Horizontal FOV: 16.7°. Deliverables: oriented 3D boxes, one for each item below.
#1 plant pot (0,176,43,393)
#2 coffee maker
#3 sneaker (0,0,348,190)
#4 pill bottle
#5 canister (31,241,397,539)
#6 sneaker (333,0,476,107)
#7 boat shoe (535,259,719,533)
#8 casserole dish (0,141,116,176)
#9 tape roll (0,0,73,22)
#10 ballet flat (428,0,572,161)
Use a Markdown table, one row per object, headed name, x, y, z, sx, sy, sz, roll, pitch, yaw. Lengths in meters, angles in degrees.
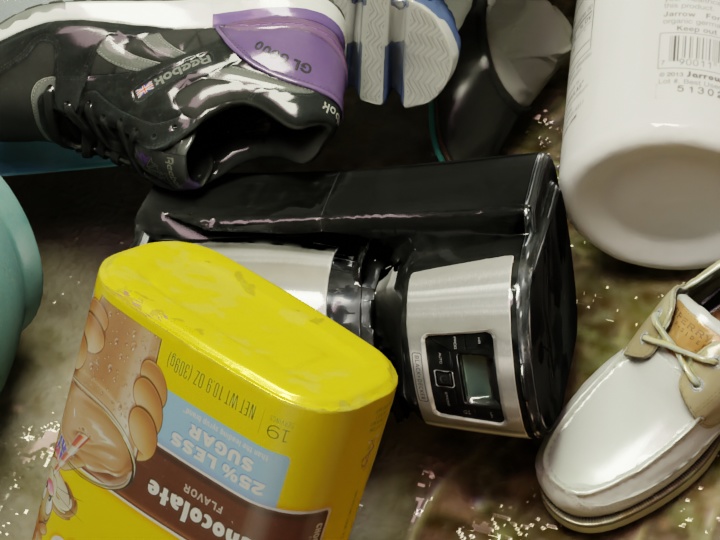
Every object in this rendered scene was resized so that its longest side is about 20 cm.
| name | x | y | z | sx | sy | sz | roll | pitch | yaw |
| --- | --- | --- | --- | --- | --- | --- | --- | --- | --- |
| plant pot | -0.242 | 0.009 | 1.211 | 0.200 | 0.200 | 0.134 | 29 | 44 | 28 |
| coffee maker | 0.000 | 0.000 | 1.183 | 0.200 | 0.135 | 0.192 | -2 | 54 | 11 |
| sneaker | -0.106 | -0.080 | 1.178 | 0.200 | 0.076 | 0.088 | -9 | 52 | 12 |
| pill bottle | 0.163 | -0.110 | 1.239 | 0.114 | 0.114 | 0.200 | 0 | 54 | 12 |
| canister | -0.073 | 0.105 | 1.079 | 0.149 | 0.200 | 0.087 | 30 | 29 | 26 |
| sneaker | -0.026 | -0.153 | 1.262 | 0.199 | 0.081 | 0.115 | 20 | 36 | 14 |
| boat shoe | 0.159 | 0.039 | 1.163 | 0.200 | 0.068 | 0.075 | -41 | 59 | -15 |
| casserole dish | -0.125 | -0.085 | 1.291 | 0.200 | 0.039 | 0.121 | -4 | 16 | 9 |
| tape roll | -0.203 | -0.199 | 1.359 | 0.202 | 0.071 | 0.202 | -25 | 40 | 24 |
| ballet flat | 0.078 | -0.141 | 1.301 | 0.068 | 0.068 | 0.200 | -17 | 50 | 30 |
